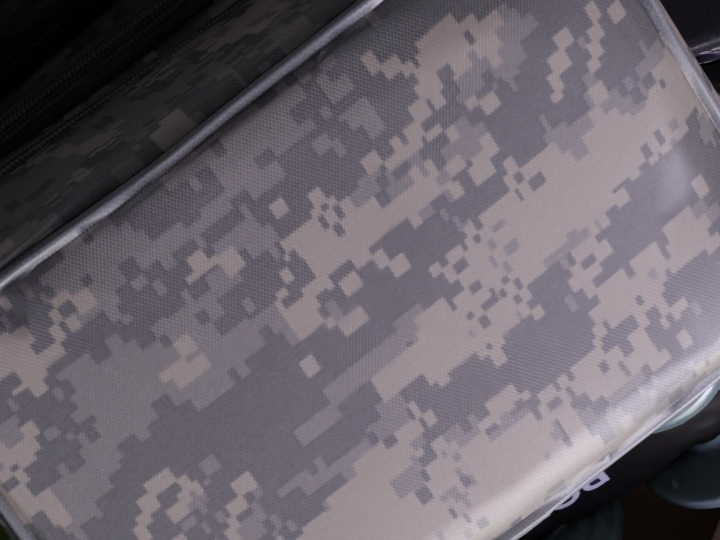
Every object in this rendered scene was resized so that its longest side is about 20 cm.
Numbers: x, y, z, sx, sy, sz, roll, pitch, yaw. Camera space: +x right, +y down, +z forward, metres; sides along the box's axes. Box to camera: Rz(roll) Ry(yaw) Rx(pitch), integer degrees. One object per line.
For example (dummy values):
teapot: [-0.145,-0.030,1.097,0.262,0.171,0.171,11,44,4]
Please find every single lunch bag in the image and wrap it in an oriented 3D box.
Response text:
lunch bag: [-0.022,-0.009,0.618,0.200,0.140,0.168,-38,-158,-4]

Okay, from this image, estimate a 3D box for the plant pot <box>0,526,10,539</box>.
plant pot: [-0.104,0.116,0.835,0.199,0.200,0.181,-38,180,-7]

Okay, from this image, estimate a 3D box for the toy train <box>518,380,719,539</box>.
toy train: [0.028,0.034,0.694,0.199,0.114,0.085,-32,146,9]

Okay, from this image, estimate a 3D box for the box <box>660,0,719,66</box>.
box: [0.160,-0.128,0.791,0.163,0.087,0.200,-18,180,18]

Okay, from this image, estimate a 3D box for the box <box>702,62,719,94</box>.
box: [0.115,-0.054,0.898,0.198,0.037,0.144,1,-165,9]

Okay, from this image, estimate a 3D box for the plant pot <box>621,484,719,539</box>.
plant pot: [0.085,0.140,0.759,0.201,0.092,0.201,-51,-172,11]

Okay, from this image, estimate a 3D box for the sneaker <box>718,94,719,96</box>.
sneaker: [0.050,-0.030,0.790,0.091,0.198,0.078,-47,144,-75]
